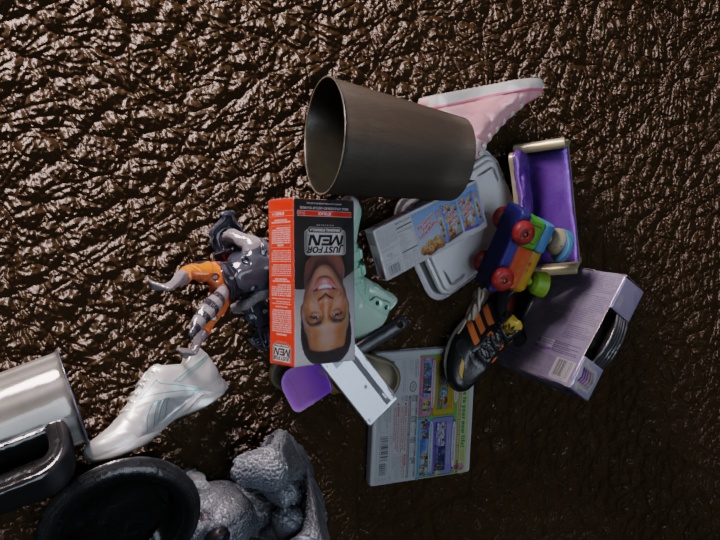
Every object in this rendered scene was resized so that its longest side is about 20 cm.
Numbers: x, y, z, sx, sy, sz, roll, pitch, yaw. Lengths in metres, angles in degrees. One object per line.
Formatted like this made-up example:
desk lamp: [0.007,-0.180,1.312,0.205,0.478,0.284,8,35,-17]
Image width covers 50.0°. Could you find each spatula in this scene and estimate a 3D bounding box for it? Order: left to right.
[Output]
spatula: [-0.018,0.118,1.055,0.198,0.021,0.057,-32,92,-16]

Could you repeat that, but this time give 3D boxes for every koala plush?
koala plush: [-0.157,0.318,1.022,0.196,0.184,0.181,-25,99,2]

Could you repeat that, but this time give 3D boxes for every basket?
basket: [0.041,-0.161,1.013,0.195,0.182,0.138,7,125,-22]

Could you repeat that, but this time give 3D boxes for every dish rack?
dish rack: [0.159,-0.069,1.165,0.198,0.043,0.174,-34,110,-19]

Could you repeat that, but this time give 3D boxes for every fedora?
fedora: [-0.299,0.292,0.954,0.196,0.092,0.205,-9,117,-18]

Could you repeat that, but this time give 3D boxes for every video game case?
video game case: [0.094,0.220,1.187,0.178,0.022,0.206,-1,97,-26]

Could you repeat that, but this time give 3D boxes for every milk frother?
milk frother: [-0.408,0.227,0.895,0.185,0.182,0.202,-19,148,-21]

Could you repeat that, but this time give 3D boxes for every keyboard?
keyboard: [-0.029,0.113,1.037,0.056,0.011,0.201,-39,96,-10]

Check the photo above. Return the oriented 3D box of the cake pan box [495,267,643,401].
cake pan box: [0.315,0.087,1.177,0.052,0.199,0.187,32,81,-23]

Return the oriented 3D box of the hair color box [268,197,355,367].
hair color box: [-0.061,0.013,0.974,0.100,0.061,0.206,-2,92,-40]

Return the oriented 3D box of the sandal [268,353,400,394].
sandal: [-0.030,0.145,1.088,0.195,0.054,0.082,11,93,-15]

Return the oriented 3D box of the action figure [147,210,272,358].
action figure: [-0.154,0.037,0.988,0.192,0.104,0.203,-36,116,-28]

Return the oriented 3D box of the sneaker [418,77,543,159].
sneaker: [0.183,-0.219,1.135,0.196,0.075,0.107,-14,99,-16]

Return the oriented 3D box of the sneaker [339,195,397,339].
sneaker: [0.000,0.000,1.078,0.115,0.074,0.205,8,104,-20]

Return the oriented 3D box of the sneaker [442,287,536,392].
sneaker: [0.198,0.093,1.165,0.070,0.089,0.202,43,67,-18]

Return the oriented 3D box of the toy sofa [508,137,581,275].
toy sofa: [0.283,-0.094,1.173,0.097,0.081,0.205,-27,111,-64]

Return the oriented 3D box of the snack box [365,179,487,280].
snack box: [0.096,-0.059,1.082,0.197,0.024,0.073,-27,108,-30]

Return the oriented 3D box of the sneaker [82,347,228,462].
sneaker: [-0.267,0.169,0.980,0.198,0.070,0.082,-32,98,-31]

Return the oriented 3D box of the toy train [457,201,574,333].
toy train: [0.226,0.014,1.128,0.113,0.085,0.204,16,106,-21]
